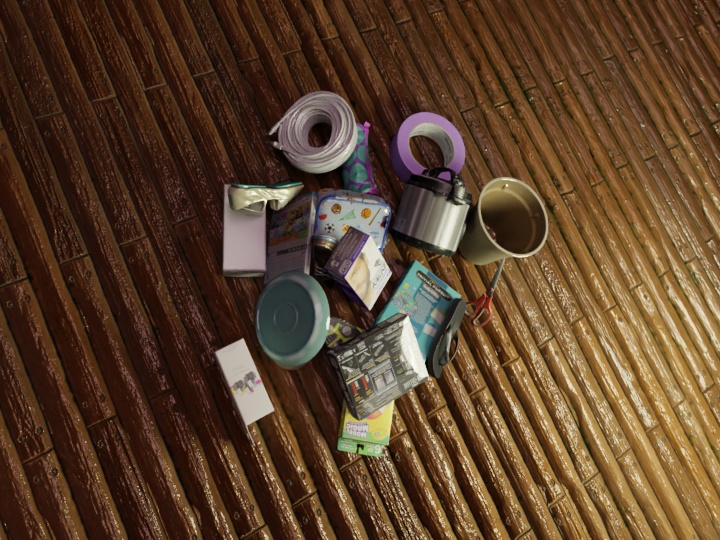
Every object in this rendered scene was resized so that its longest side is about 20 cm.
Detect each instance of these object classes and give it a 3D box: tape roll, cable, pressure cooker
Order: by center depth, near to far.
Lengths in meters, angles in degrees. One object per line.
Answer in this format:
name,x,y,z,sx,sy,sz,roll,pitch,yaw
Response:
pressure cooker,0.179,-0.150,1.270,0.173,0.178,0.205,20,97,22
cable,-0.103,-0.335,1.281,0.199,0.069,0.201,41,89,17
tape roll,0.180,-0.319,1.407,0.195,0.066,0.205,5,74,-16

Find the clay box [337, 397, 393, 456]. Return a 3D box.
clay box,0.017,0.314,1.195,0.112,0.048,0.205,13,71,-13

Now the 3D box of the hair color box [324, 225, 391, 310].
hair color box,0.000,0.000,1.186,0.064,0.200,0.111,25,76,28

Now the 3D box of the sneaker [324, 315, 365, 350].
sneaker,-0.024,0.162,1.194,0.197,0.076,0.077,29,79,-21

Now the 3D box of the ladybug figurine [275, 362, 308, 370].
ladybug figurine,-0.144,0.121,1.185,0.133,0.072,0.205,12,72,-13

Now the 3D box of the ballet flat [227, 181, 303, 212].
ballet flat,-0.211,-0.165,1.178,0.197,0.069,0.071,-10,77,-42

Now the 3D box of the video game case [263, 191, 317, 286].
video game case,-0.163,-0.070,1.203,0.018,0.141,0.205,21,67,-46

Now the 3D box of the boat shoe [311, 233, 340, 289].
boat shoe,-0.071,-0.014,1.178,0.070,0.201,0.074,8,68,14

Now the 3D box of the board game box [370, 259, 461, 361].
board game box,0.138,0.102,1.289,0.150,0.047,0.202,37,68,-5

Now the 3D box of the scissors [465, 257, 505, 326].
scissors,0.325,0.059,1.295,0.073,0.202,0.014,40,35,12

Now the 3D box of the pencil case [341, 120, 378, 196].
pencil case,-0.005,-0.268,1.321,0.084,0.091,0.205,12,65,-54

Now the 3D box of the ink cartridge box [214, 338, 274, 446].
ink cartridge box,-0.239,0.256,1.097,0.067,0.115,0.204,-22,83,-20

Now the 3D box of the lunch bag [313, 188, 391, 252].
lunch bag,-0.024,-0.104,1.246,0.195,0.076,0.164,7,114,-18

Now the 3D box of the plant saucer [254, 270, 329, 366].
plant saucer,-0.155,0.101,1.118,0.027,0.196,0.206,11,77,-60

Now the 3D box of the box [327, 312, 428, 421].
box,0.043,0.209,1.155,0.197,0.050,0.161,-26,103,-23

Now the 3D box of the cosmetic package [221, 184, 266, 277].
cosmetic package,-0.270,-0.090,1.206,0.099,0.074,0.205,3,76,-17

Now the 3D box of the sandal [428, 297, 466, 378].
sandal,0.215,0.164,1.264,0.042,0.076,0.204,18,82,35

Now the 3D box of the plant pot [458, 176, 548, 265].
plant pot,0.339,-0.104,1.330,0.196,0.183,0.206,6,72,-18
